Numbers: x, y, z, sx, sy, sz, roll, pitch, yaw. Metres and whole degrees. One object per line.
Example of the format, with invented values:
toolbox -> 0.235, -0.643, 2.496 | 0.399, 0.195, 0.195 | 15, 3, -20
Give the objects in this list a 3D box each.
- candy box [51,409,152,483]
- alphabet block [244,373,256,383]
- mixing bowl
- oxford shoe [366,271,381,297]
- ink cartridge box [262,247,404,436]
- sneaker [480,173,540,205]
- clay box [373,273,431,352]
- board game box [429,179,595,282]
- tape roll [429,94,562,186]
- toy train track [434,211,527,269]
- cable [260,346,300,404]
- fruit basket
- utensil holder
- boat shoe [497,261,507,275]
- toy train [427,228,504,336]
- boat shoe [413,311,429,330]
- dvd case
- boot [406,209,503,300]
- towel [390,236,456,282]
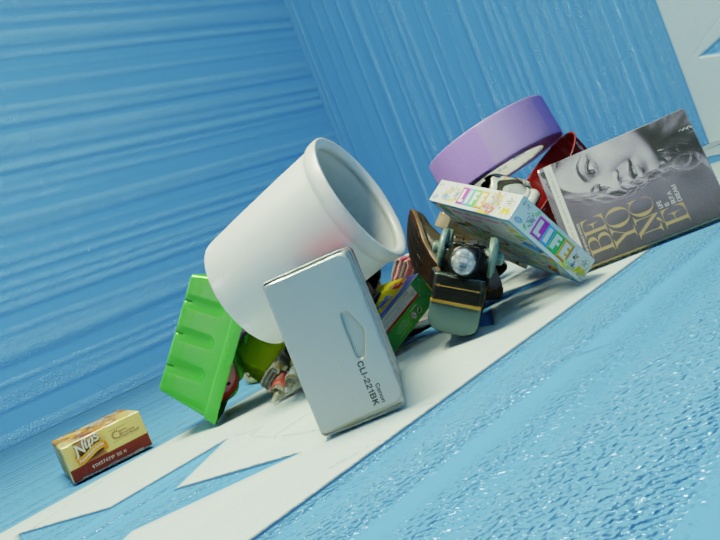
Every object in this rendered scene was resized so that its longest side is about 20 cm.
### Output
candy box -> -0.383, 0.253, 1.126 | 0.114, 0.056, 0.199 | -24, 1, -26
alphabet block -> -0.123, 0.058, 1.309 | 0.194, 0.204, 0.194 | -23, 2, -28
mixing bowl -> 0.297, -0.088, 1.125 | 0.203, 0.107, 0.200 | -60, 4, 7
oxford shoe -> 0.000, 0.000, 1.073 | 0.072, 0.071, 0.201 | -33, 24, 18
ink cartridge box -> -0.021, 0.059, 0.752 | 0.082, 0.147, 0.200 | -22, 1, 1
sneaker -> 0.207, -0.114, 1.127 | 0.075, 0.079, 0.200 | -61, 1, 6
clay box -> 0.009, 0.073, 1.052 | 0.115, 0.048, 0.199 | -49, 15, -27
board game box -> 0.185, -0.053, 0.967 | 0.035, 0.134, 0.200 | -55, 25, -3
tape roll -> 0.203, -0.179, 1.159 | 0.197, 0.067, 0.200 | -29, -6, -3
toy train track -> 0.203, -0.044, 1.219 | 0.197, 0.117, 0.032 | 22, 2, -31
cable -> -0.070, 0.108, 1.045 | 0.098, 0.050, 0.200 | -53, -5, 36
fruit basket -> -0.159, 0.110, 1.081 | 0.212, 0.220, 0.155 | -22, 1, -4
utensil holder -> -0.069, -0.031, 0.943 | 0.199, 0.171, 0.170 | -39, -5, 21
boat shoe -> 0.172, 0.011, 1.265 | 0.198, 0.057, 0.068 | -29, -34, -40
toy train -> 0.123, 0.012, 0.921 | 0.083, 0.117, 0.200 | 11, 4, 9
boat shoe -> 0.097, 0.039, 1.144 | 0.070, 0.071, 0.198 | -16, 8, 45
dvd case -> 0.342, -0.100, 0.975 | 0.197, 0.152, 0.016 | -22, -22, 16
boot -> 0.130, -0.017, 1.106 | 0.095, 0.202, 0.076 | -5, -45, -14
towel -> 0.103, 0.010, 1.250 | 0.198, 0.030, 0.148 | -25, -36, -44
